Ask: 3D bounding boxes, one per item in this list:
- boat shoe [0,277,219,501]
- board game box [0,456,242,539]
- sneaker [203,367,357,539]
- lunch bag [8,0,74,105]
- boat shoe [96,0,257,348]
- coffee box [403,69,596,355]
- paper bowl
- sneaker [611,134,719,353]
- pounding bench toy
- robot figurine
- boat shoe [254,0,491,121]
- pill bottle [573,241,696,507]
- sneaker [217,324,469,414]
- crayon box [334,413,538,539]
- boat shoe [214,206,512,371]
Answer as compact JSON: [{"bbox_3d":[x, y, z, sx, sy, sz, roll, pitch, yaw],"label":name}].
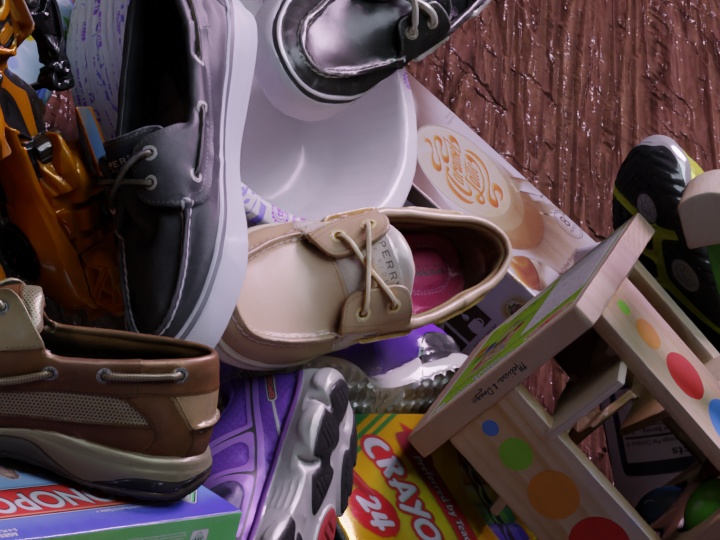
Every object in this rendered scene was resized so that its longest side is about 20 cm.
[{"bbox_3d":[-0.154,0.038,1.005,0.198,0.074,0.076,14,14,-14],"label":"boat shoe"},{"bbox_3d":[-0.165,0.093,0.997,0.134,0.029,0.199,27,17,36],"label":"board game box"},{"bbox_3d":[-0.060,0.130,1.095,0.201,0.083,0.081,-70,153,-43],"label":"sneaker"},{"bbox_3d":[-0.234,-0.114,1.192,0.160,0.083,0.200,34,29,-10],"label":"lunch bag"},{"bbox_3d":[-0.091,-0.051,1.093,0.066,0.070,0.202,28,59,-39],"label":"boat shoe"},{"bbox_3d":[0.038,-0.031,1.407,0.200,0.080,0.114,42,29,-2],"label":"coffee box"},{"bbox_3d":[-0.072,-0.088,1.258,0.200,0.104,0.202,24,54,-37],"label":"paper bowl"},{"bbox_3d":[0.205,0.008,1.277,0.076,0.075,0.201,-39,108,-22],"label":"sneaker"},{"bbox_3d":[0.159,0.064,1.192,0.156,0.200,0.124,48,30,-3],"label":"pounding bench toy"},{"bbox_3d":[-0.175,-0.056,1.079,0.145,0.058,0.201,-34,117,-34],"label":"robot figurine"},{"bbox_3d":[0.013,-0.141,1.249,0.071,0.063,0.200,58,39,-6],"label":"boat shoe"},{"bbox_3d":[0.193,0.076,1.359,0.111,0.110,0.202,-11,91,-55],"label":"pill bottle"},{"bbox_3d":[-0.025,0.043,1.258,0.199,0.070,0.100,5,40,-53],"label":"sneaker"},{"bbox_3d":[0.039,0.137,1.220,0.199,0.051,0.127,4,47,-49],"label":"crayon box"},{"bbox_3d":[0.000,0.000,1.157,0.199,0.069,0.074,-14,84,-50],"label":"boat shoe"}]
